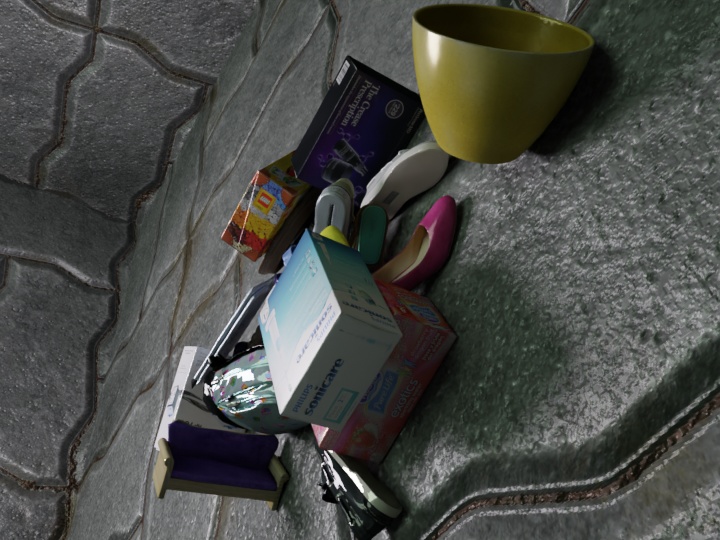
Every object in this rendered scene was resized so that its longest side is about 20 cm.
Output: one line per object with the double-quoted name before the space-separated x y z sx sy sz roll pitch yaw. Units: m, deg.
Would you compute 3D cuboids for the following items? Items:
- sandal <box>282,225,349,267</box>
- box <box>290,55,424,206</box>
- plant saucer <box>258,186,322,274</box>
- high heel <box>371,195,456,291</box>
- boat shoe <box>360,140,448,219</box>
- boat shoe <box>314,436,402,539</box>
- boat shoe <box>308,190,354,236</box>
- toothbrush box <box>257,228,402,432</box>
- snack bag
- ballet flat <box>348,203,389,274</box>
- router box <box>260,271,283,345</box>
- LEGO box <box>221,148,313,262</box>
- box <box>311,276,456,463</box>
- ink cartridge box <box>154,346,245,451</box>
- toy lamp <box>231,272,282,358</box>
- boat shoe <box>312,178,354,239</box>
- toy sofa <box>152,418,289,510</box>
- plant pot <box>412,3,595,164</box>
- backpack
"sandal" -0.081 0.016 0.997 0.080 0.087 0.201 55 147 28
"box" -0.004 -0.222 1.129 0.201 0.140 0.079 -58 29 23
"plant saucer" -0.125 -0.070 1.298 0.201 0.029 0.200 -55 -1 -1
"high heel" 0.052 -0.017 0.908 0.201 0.095 0.067 -63 25 12
"boat shoe" 0.064 -0.143 1.027 0.200 0.072 0.069 132 149 -55
"boat shoe" -0.020 0.267 0.861 0.066 0.074 0.199 -56 35 -2
"boat shoe" -0.038 -0.091 1.170 0.200 0.070 0.092 26 100 67
"toothbrush box" -0.045 0.066 0.827 0.147 0.085 0.200 -59 27 18
"snack bag" -0.212 0.099 1.214 0.189 0.021 0.200 -57 0 9
"ballet flat" 0.000 0.000 1.035 0.072 0.067 0.202 155 123 -77
"router box" -0.119 0.079 1.233 0.200 0.049 0.181 -31 45 53
"LEGO box" -0.153 -0.123 1.254 0.149 0.077 0.200 -56 0 25
"box" 0.019 0.126 0.865 0.201 0.094 0.103 -61 27 16
"ink cartridge box" -0.289 0.261 1.321 0.086 0.146 0.202 -13 60 58
"toy lamp" -0.169 0.100 1.193 0.201 0.058 0.058 -60 26 21
"boat shoe" -0.042 -0.047 1.050 0.062 0.072 0.201 -52 -16 -50
"toy sofa" -0.217 0.305 1.080 0.083 0.199 0.098 25 99 65
"plant pot" 0.149 -0.208 0.789 0.201 0.198 0.143 -109 21 -54
"backpack" -0.134 0.186 1.084 0.199 0.166 0.128 -25 57 39
